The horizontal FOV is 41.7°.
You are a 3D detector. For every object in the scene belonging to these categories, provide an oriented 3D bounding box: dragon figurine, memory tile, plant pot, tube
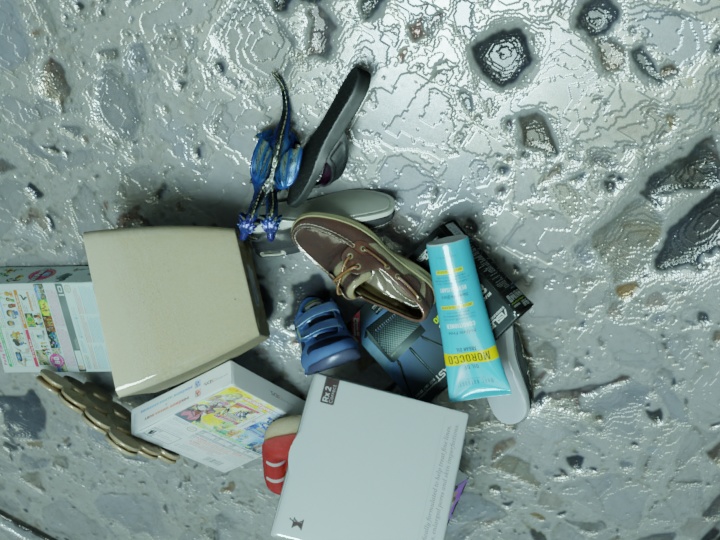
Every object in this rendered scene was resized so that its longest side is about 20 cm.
[{"bbox_3d":[-0.104,-0.133,1.149,0.059,0.099,0.201,13,106,-11],"label":"dragon figurine"},{"bbox_3d":[-0.355,0.207,1.332,0.200,0.153,0.017,34,87,26],"label":"memory tile"},{"bbox_3d":[-0.219,0.039,1.201,0.176,0.200,0.200,-14,84,-1],"label":"plant pot"},{"bbox_3d":[0.124,0.059,1.135,0.077,0.050,0.201,-9,101,24],"label":"tube"}]

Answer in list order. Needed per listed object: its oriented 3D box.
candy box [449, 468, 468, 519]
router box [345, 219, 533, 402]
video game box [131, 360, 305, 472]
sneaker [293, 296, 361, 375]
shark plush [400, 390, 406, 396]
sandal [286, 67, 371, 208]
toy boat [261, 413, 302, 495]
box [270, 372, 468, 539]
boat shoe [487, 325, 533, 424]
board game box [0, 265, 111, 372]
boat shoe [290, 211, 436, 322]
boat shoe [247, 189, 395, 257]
[{"bbox_3d":[0.047,0.368,1.331,0.072,0.167,0.200,42,133,30],"label":"candy box"},{"bbox_3d":[0.098,0.058,1.208,0.150,0.062,0.200,47,117,11],"label":"router box"},{"bbox_3d":[-0.187,0.210,1.330,0.182,0.047,0.200,-25,142,23],"label":"video game box"},{"bbox_3d":[-0.050,0.082,1.214,0.074,0.200,0.083,-15,97,-10],"label":"sneaker"},{"bbox_3d":[0.051,0.249,1.333,0.091,0.083,0.200,28,119,-3],"label":"shark plush"},{"bbox_3d":[-0.032,-0.150,1.154,0.048,0.075,0.201,22,121,-21],"label":"sandal"},{"bbox_3d":[-0.068,0.284,1.311,0.130,0.131,0.200,-6,144,-8],"label":"toy boat"},{"bbox_3d":[0.009,0.254,1.159,0.199,0.200,0.131,15,163,0],"label":"box"},{"bbox_3d":[0.181,0.101,1.242,0.068,0.057,0.201,-12,96,29],"label":"boat shoe"},{"bbox_3d":[-0.424,0.070,1.348,0.199,0.064,0.148,-1,116,11],"label":"board game box"},{"bbox_3d":[0.000,0.000,1.140,0.200,0.072,0.072,32,124,-2],"label":"boat shoe"},{"bbox_3d":[-0.049,-0.055,1.203,0.199,0.074,0.060,-9,121,11],"label":"boat shoe"}]
